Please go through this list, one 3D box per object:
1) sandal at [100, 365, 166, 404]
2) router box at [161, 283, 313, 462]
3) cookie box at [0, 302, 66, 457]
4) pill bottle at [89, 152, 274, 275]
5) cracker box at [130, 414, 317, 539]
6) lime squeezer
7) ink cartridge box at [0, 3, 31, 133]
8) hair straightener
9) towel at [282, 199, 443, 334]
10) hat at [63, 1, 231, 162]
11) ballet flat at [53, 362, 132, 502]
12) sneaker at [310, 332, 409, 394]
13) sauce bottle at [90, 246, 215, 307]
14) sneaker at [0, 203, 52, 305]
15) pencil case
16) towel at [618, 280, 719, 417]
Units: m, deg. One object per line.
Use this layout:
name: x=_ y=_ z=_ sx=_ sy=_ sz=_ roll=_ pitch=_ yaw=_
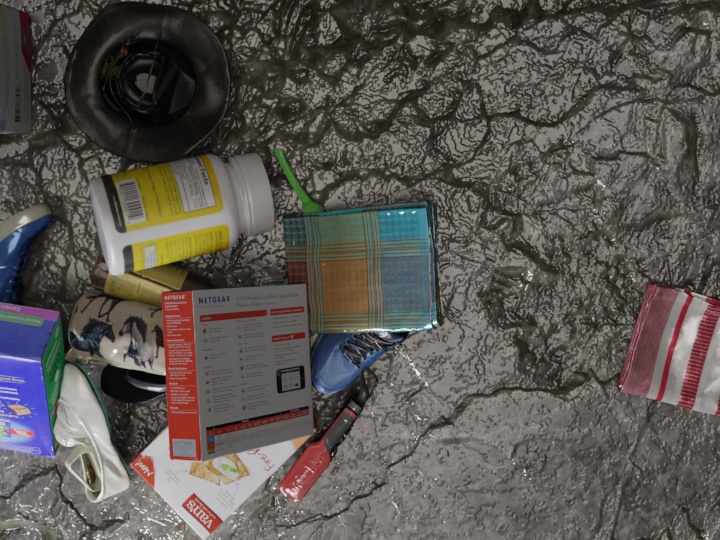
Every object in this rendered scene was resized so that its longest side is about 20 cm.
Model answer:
sandal: x=-0.229 y=0.119 z=1.336 sx=0.197 sy=0.043 sz=0.077 roll=-5 pitch=73 yaw=19
router box: x=-0.133 y=0.109 z=1.247 sx=0.048 sy=0.199 sz=0.183 roll=-4 pitch=89 yaw=35
cookie box: x=-0.434 y=0.123 z=1.291 sx=0.168 sy=0.076 sz=0.201 roll=10 pitch=139 yaw=-2
pill bottle: x=-0.207 y=-0.071 z=1.292 sx=0.197 sy=0.114 sz=0.116 roll=-13 pitch=97 yaw=-16
cracker box: x=-0.168 y=0.212 z=1.371 sx=0.200 sy=0.058 sz=0.134 roll=-45 pitch=95 yaw=4
lime squeezer: x=-0.079 y=-0.044 z=1.353 sx=0.069 sy=0.038 sz=0.203 roll=4 pitch=97 yaw=-2
ink cartridge box: x=-0.466 y=-0.227 z=1.241 sx=0.142 sy=0.200 sz=0.148 roll=2 pitch=97 yaw=-2
hair straightener: x=-0.033 y=0.193 z=1.364 sx=0.041 sy=0.077 sz=0.201 roll=32 pitch=114 yaw=5
towel: x=0.000 y=0.000 z=1.294 sx=0.197 sy=0.022 sz=0.149 roll=-4 pitch=92 yaw=26
hat: x=-0.243 y=-0.217 z=1.309 sx=0.197 sy=0.081 sz=0.204 roll=0 pitch=89 yaw=6
ballet flat: x=-0.328 y=0.203 z=1.323 sx=0.068 sy=0.070 sz=0.202 roll=-11 pitch=126 yaw=0
sneaker: x=0.011 y=0.071 z=1.343 sx=0.078 sy=0.089 sz=0.200 roll=42 pitch=94 yaw=-4
sauce bottle: x=-0.226 y=0.028 z=1.345 sx=0.198 sy=0.065 sz=0.065 roll=23 pitch=96 yaw=-3
sneaker: x=-0.422 y=0.018 z=1.331 sx=0.199 sy=0.077 sz=0.112 roll=-40 pitch=90 yaw=8
pencil case: x=-0.244 y=0.087 z=1.293 sx=0.197 sy=0.078 sz=0.091 roll=11 pitch=75 yaw=19
towel: x=0.436 y=0.106 z=1.391 sx=0.197 sy=0.023 sz=0.146 roll=14 pitch=97 yaw=-3
